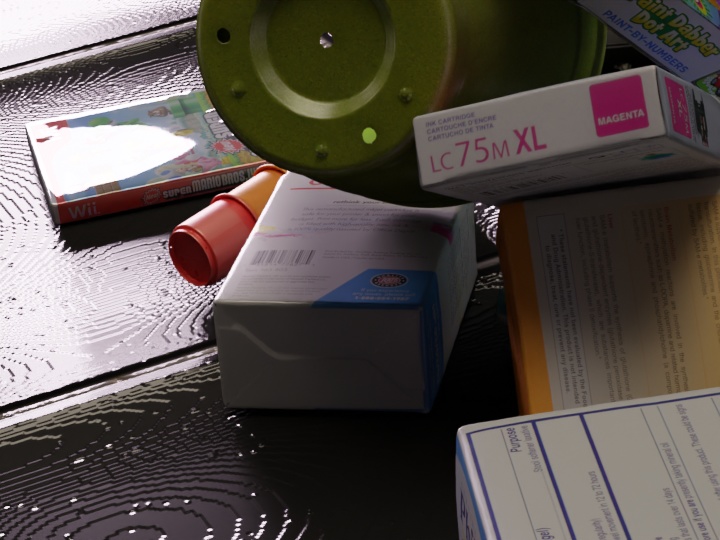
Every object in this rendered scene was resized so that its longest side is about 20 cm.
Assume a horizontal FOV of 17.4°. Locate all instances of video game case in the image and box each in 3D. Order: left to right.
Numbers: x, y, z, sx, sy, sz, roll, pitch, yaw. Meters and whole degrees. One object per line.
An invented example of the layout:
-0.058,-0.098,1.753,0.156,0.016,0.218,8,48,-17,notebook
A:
-0.115,-0.085,1.561,0.199,0.018,0.143,-12,27,-10,video game case

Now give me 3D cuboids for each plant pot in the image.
0.008,-0.121,1.187,0.199,0.201,0.193,1,8,17,plant pot

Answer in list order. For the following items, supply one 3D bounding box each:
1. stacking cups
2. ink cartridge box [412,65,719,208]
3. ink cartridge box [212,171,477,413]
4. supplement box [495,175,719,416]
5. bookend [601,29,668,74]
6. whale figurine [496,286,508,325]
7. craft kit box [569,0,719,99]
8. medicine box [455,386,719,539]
-0.033,-0.053,1.429,0.060,0.061,0.200,16,35,38,stacking cups
0.115,-0.058,1.133,0.119,0.042,0.200,-11,-10,22,ink cartridge box
0.000,0.000,1.307,0.115,0.068,0.200,1,28,13,ink cartridge box
0.172,0.023,1.144,0.199,0.127,0.074,-7,-16,0,supplement box
0.196,-0.171,1.453,0.198,0.093,0.200,-4,-14,2,bookend
0.171,-0.011,1.244,0.199,0.104,0.159,-14,28,-19,whale figurine
0.147,-0.198,1.257,0.048,0.197,0.201,-30,49,28,craft kit box
0.150,0.136,0.961,0.199,0.103,0.182,-9,27,-2,medicine box
